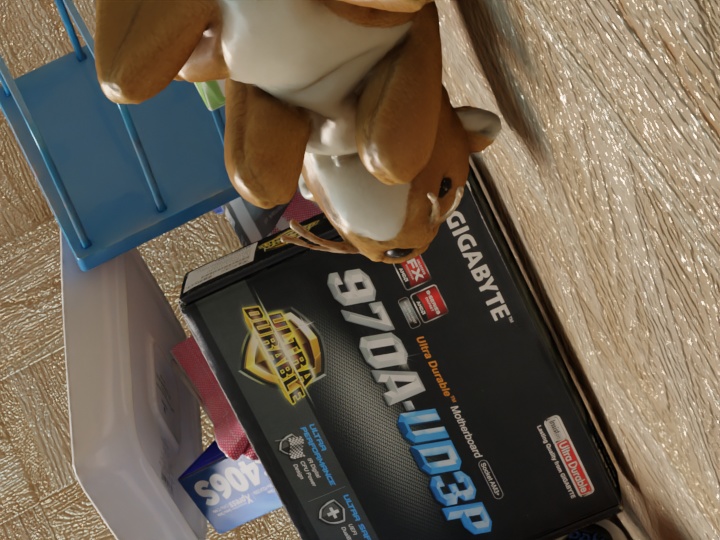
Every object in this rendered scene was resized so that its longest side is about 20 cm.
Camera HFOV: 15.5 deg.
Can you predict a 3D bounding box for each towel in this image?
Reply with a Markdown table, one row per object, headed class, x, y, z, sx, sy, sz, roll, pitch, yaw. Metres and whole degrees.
| class | x | y | z | sx | sy | sz | roll | pitch | yaw |
| --- | --- | --- | --- | --- | --- | --- | --- | --- | --- |
| towel | -0.030 | 0.001 | 1.473 | 0.030 | 0.200 | 0.146 | 32 | -173 | -23 |

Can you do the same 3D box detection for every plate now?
| class | x | y | z | sx | sy | sz | roll | pitch | yaw |
| --- | --- | --- | --- | --- | --- | --- | --- | --- | --- |
| plate | -0.125 | 0.074 | 1.525 | 0.200 | 0.032 | 0.200 | 67 | -166 | -55 |

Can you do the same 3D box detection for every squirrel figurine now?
| class | x | y | z | sx | sy | sz | roll | pitch | yaw |
| --- | --- | --- | --- | --- | --- | --- | --- | --- | --- |
| squirrel figurine | -0.012 | -0.104 | 1.096 | 0.187 | 0.141 | 0.200 | 51 | -160 | -48 |

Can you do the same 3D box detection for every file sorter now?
| class | x | y | z | sx | sy | sz | roll | pitch | yaw |
| --- | --- | --- | --- | --- | --- | --- | --- | --- | --- |
| file sorter | -0.101 | -0.123 | 1.455 | 0.139 | 0.200 | 0.123 | 60 | 172 | 34 |

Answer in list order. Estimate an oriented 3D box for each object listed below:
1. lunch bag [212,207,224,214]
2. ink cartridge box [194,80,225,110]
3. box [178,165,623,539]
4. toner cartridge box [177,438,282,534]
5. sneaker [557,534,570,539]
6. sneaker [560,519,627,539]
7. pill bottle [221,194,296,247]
| class | x | y | z | sx | sy | sz | roll | pitch | yaw |
| --- | --- | --- | --- | --- | --- | --- | --- | --- | --- |
| lunch bag | -0.080 | -0.111 | 1.741 | 0.136 | 0.132 | 0.200 | 62 | 177 | 0 |
| ink cartridge box | -0.075 | -0.187 | 1.335 | 0.200 | 0.104 | 0.059 | 61 | 176 | 32 |
| box | 0.022 | 0.061 | 1.338 | 0.046 | 0.159 | 0.200 | -87 | -27 | -70 |
| toner cartridge box | -0.005 | 0.077 | 1.467 | 0.200 | 0.095 | 0.043 | -28 | 104 | 43 |
| sneaker | 0.052 | 0.136 | 1.445 | 0.077 | 0.200 | 0.086 | 6 | 126 | 33 |
| sneaker | 0.083 | 0.181 | 1.559 | 0.200 | 0.073 | 0.112 | 20 | 144 | 41 |
| pill bottle | 0.000 | 0.000 | 1.589 | 0.200 | 0.113 | 0.113 | 62 | 176 | 19 |
